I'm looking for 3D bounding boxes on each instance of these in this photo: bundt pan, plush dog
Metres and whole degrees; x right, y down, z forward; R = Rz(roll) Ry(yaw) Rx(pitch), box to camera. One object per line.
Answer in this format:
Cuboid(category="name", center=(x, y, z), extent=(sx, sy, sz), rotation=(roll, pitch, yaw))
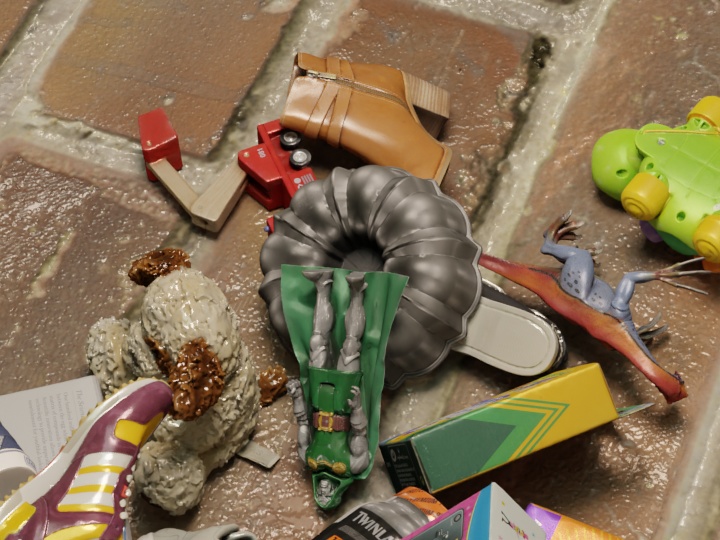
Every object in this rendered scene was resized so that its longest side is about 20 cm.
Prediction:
Cuboid(category="bundt pan", center=(0.000, 0.000, 1.788), extent=(0.202, 0.076, 0.202), rotation=(-4, 78, 18))
Cuboid(category="plush dog", center=(-0.138, 0.076, 1.730), extent=(0.160, 0.172, 0.200), rotation=(-18, 54, -11))

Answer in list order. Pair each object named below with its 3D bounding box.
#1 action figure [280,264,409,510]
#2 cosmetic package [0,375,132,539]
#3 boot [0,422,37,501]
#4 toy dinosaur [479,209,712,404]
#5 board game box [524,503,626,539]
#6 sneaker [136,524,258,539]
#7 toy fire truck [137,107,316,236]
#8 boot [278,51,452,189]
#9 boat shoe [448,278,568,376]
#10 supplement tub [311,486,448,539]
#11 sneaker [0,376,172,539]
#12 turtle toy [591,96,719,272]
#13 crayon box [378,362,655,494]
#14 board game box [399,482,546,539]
Cuboid(category="action figure", center=(-0.021, 0.100, 1.722), extent=(0.118, 0.200, 0.055), rotation=(6, 9, 31))
Cuboid(category="cosmetic package", center=(-0.284, 0.213, 1.663), extent=(0.200, 0.123, 0.199), rotation=(-12, 54, -5))
Cuboid(category="boot", center=(-0.351, 0.172, 1.586), extent=(0.200, 0.073, 0.090), rotation=(-22, 47, -23))
Cuboid(category="toy dinosaur", center=(0.205, 0.046, 1.792), extent=(0.200, 0.105, 0.182), rotation=(-16, 48, 4))
Cuboid(category="board game box", center=(0.170, 0.330, 1.509), extent=(0.200, 0.200, 0.200), rotation=(20, 57, 16))
Cuboid(category="sneaker", center=(-0.119, 0.230, 1.615), extent=(0.092, 0.200, 0.076), rotation=(-27, 97, -6))
Cuboid(category="toy fire truck", center=(-0.113, -0.077, 1.921), extent=(0.141, 0.049, 0.200), rotation=(-19, 56, -11))
Cuboid(category="boot", center=(0.001, -0.119, 1.912), extent=(0.155, 0.074, 0.200), rotation=(16, 38, -11))
Cuboid(category="boat shoe", center=(0.090, 0.036, 1.824), extent=(0.200, 0.060, 0.074), rotation=(22, 92, 23))
Cuboid(category="supplement tub", center=(-0.010, 0.263, 1.616), extent=(0.200, 0.123, 0.123), rotation=(-36, 60, -23))
Cuboid(category="sneaker", center=(-0.196, 0.171, 1.580), extent=(0.090, 0.075, 0.200), rotation=(37, 68, 16))
Cuboid(category="turtle toy", center=(0.295, -0.075, 1.872), extent=(0.200, 0.101, 0.146), rotation=(32, 63, 24))
Cuboid(category="crayon box", center=(0.125, 0.126, 1.711), extent=(0.200, 0.126, 0.052), rotation=(-20, 87, -13))
Cuboid(category="board game box", center=(0.032, 0.254, 1.432), extent=(0.200, 0.064, 0.148), rotation=(-33, 26, 25))
